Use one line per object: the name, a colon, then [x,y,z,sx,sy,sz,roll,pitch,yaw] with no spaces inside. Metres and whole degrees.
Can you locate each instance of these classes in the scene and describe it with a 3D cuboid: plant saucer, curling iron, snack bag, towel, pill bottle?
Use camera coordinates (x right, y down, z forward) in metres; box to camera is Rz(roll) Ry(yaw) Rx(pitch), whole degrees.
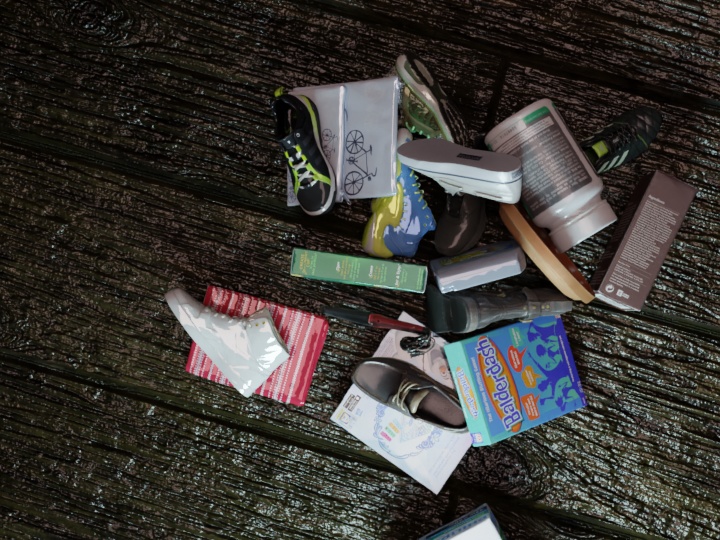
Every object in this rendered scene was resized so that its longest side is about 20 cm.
plant saucer: [0.265,-0.030,1.464,0.032,0.200,0.200,-42,86,13]
curling iron: [0.021,0.083,1.522,0.199,0.026,0.050,19,58,28]
snack bag: [-0.027,-0.194,1.535,0.199,0.021,0.190,0,86,30]
towel: [-0.160,0.116,1.569,0.199,0.022,0.145,16,90,6]
pill bottle: [0.273,-0.133,1.439,0.113,0.113,0.201,-31,85,1]

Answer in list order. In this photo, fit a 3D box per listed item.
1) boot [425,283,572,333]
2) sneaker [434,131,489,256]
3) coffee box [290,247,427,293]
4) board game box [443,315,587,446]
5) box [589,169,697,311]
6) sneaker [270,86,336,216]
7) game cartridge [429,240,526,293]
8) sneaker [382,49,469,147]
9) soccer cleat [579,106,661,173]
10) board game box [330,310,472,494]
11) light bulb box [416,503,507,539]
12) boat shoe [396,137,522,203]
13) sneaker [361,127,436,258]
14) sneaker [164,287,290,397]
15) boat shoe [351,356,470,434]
boot: [0.199,0.053,1.495,0.173,0.200,0.070,-7,100,-19]
sneaker: [0.157,-0.119,1.515,0.076,0.091,0.201,18,78,37]
coffee box: [0.000,0.000,1.516,0.199,0.123,0.044,8,91,2]
board game box: [0.230,0.154,1.481,0.199,0.045,0.153,-15,87,-32]
box: [0.417,-0.042,1.505,0.075,0.100,0.201,24,90,3]
sneaker: [-0.098,-0.176,1.514,0.072,0.083,0.201,-23,75,30]
game cartridge: [0.171,-0.009,1.466,0.133,0.200,0.041,-12,95,1]
sneaker: [0.097,-0.237,1.560,0.088,0.077,0.201,-32,87,33]
soccer cleat: [0.371,-0.184,1.522,0.199,0.081,0.068,-31,86,1]
board game box: [0.091,0.199,1.539,0.199,0.043,0.200,35,90,6]
light bulb box: [0.150,0.482,1.482,0.198,0.125,0.201,-28,85,2]
boat shoe: [0.141,-0.140,1.442,0.199,0.072,0.066,13,128,29]
sneaker: [0.071,-0.112,1.549,0.105,0.076,0.201,15,93,-11]
sneaker: [-0.195,0.080,1.530,0.115,0.074,0.200,-41,95,3]
boat shoe: [0.081,0.180,1.482,0.199,0.073,0.075,21,87,4]
